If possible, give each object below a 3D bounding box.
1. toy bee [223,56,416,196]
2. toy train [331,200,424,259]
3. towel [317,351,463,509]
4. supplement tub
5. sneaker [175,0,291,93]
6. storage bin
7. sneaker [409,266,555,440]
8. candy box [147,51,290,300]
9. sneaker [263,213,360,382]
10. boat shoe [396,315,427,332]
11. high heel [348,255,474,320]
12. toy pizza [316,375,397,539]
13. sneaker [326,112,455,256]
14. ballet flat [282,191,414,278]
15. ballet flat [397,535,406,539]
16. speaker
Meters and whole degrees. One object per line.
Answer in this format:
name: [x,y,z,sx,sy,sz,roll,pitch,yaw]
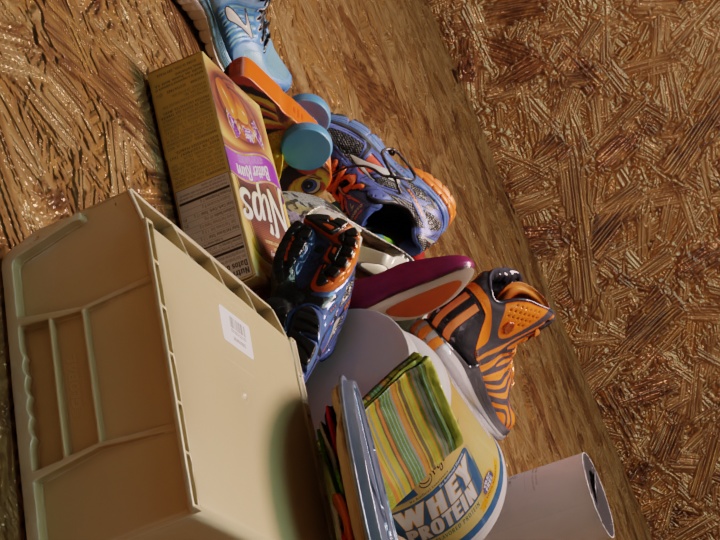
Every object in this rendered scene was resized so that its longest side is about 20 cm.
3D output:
toy bee: [-0.064,-0.102,1.234,0.200,0.109,0.131,41,27,-7]
toy train: [0.013,0.025,1.352,0.116,0.085,0.200,42,28,-41]
towel: [-0.006,0.149,0.927,0.200,0.018,0.086,-41,118,-28]
supplement tub: [0.021,0.136,1.066,0.200,0.144,0.145,54,20,-45]
sneaker: [-0.108,-0.241,1.241,0.078,0.090,0.200,-97,161,-46]
storage bin: [-0.105,0.086,0.766,0.200,0.094,0.199,46,26,-58]
sneaker: [0.125,0.072,1.156,0.078,0.112,0.200,49,-4,34]
candy box: [-0.104,-0.061,1.067,0.117,0.056,0.200,39,34,-65]
sneaker: [-0.049,0.052,0.972,0.200,0.075,0.079,-57,153,-35]
boat shoe: [0.048,0.072,1.255,0.201,0.072,0.061,-65,135,-65]
high heel: [0.000,0.000,1.088,0.067,0.200,0.096,22,52,-55]
toy pizza: [0.003,0.165,0.828,0.200,0.032,0.201,-13,90,-88]
sneaker: [0.002,-0.086,1.318,0.200,0.075,0.079,29,48,-7]
ballet flat: [-0.011,-0.019,1.209,0.200,0.072,0.072,30,37,-40]
ballet flat: [0.014,0.241,1.018,0.200,0.068,0.067,82,-7,-48]
speaker: [0.124,0.231,1.199,0.081,0.200,0.081,-21,90,-76]
